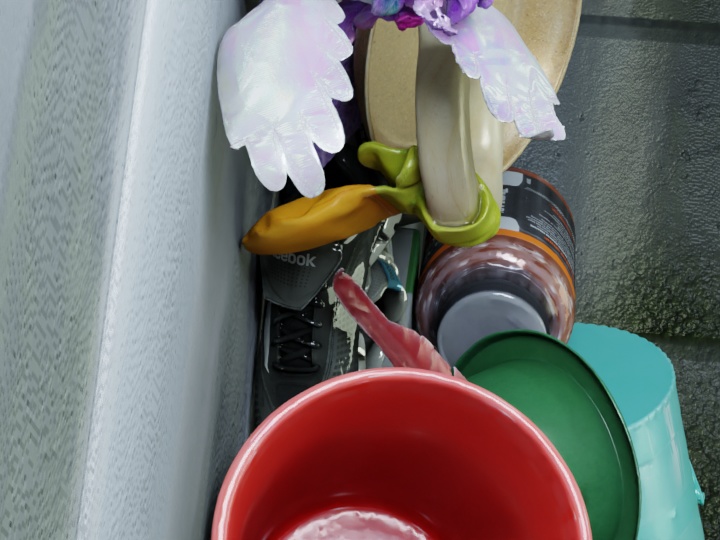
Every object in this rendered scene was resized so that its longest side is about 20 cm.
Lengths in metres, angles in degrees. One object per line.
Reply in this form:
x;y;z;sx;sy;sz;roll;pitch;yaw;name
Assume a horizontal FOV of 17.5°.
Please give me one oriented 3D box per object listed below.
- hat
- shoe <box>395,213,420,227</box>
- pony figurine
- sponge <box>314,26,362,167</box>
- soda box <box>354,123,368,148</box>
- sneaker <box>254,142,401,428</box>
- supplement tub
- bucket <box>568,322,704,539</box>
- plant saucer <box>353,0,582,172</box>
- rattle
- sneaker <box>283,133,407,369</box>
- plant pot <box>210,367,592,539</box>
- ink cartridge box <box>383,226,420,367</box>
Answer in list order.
0.042;0.118;1.356;0.166;0.176;0.200;-40;-113;40;hat
0.021;-0.050;1.620;0.070;0.053;0.200;-62;-165;-13;shoe
0.007;-0.149;1.106;0.200;0.166;0.193;105;-28;-46;pony figurine
-0.006;-0.168;1.297;0.112;0.030;0.200;-47;147;-44;sponge
0.023;-0.158;1.459;0.071;0.063;0.201;36;41;-64;soda box
-0.030;0.014;1.342;0.090;0.066;0.201;44;57;-62;sneaker
0.091;0.009;1.554;0.200;0.107;0.107;-77;171;-68;supplement tub
0.129;0.132;1.590;0.207;0.207;0.135;-78;163;-64;bucket
0.055;-0.139;1.336;0.200;0.035;0.201;-29;129;-42;plant saucer
0.012;-0.114;1.238;0.130;0.143;0.201;-31;118;-56;rattle
0.000;0.000;1.429;0.087;0.075;0.201;-19;-118;50;sneaker
0.011;0.172;1.277;0.177;0.200;0.201;112;-15;-67;plant pot
-0.007;0.090;1.579;0.147;0.083;0.200;-81;174;-53;ink cartridge box
